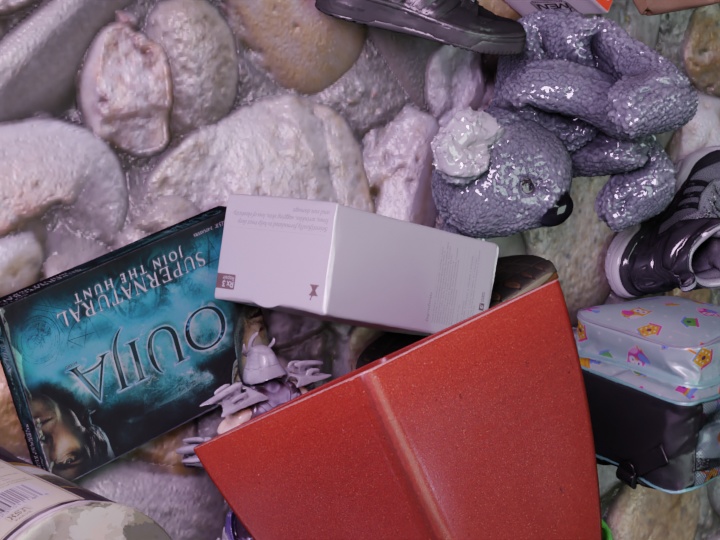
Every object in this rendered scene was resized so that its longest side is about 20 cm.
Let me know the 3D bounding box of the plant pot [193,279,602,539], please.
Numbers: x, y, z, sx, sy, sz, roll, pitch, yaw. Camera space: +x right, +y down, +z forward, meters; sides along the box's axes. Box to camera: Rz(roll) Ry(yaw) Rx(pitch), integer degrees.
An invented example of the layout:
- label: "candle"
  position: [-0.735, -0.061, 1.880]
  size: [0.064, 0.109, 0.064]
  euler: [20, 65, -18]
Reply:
- label: "plant pot"
  position: [0.044, 0.142, 1.007]
  size: [0.199, 0.199, 0.178]
  euler: [-22, 87, -42]

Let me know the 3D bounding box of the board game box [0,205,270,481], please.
- label: "board game box"
  position: [-0.156, 0.051, 1.074]
  size: [0.199, 0.028, 0.137]
  euler: [-26, 110, -34]

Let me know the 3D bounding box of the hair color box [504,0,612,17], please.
- label: "hair color box"
  position: [0.113, -0.279, 1.206]
  size: [0.199, 0.101, 0.062]
  euler: [33, 75, -38]

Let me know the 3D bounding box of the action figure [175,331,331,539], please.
- label: "action figure"
  position: [-0.074, 0.142, 1.114]
  size: [0.129, 0.069, 0.202]
  euler: [-12, 109, -35]

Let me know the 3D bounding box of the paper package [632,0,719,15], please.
- label: "paper package"
  position: [0.270, -0.349, 1.279]
  size: [0.192, 0.103, 0.201]
  euler: [62, 36, -26]

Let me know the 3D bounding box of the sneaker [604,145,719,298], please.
- label: "sneaker"
  position: [0.321, -0.042, 1.396]
  size: [0.200, 0.113, 0.076]
  euler: [-44, 120, -26]

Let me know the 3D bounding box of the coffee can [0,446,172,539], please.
- label: "coffee can"
  position: [-0.217, 0.193, 0.932]
  size: [0.145, 0.199, 0.148]
  euler: [-6, 100, -38]

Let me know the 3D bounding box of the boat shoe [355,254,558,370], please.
- label: "boat shoe"
  position: [0.082, 0.059, 1.248]
  size: [0.199, 0.075, 0.074]
  euler: [-33, 121, -22]

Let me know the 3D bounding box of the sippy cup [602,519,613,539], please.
- label: "sippy cup"
  position: [0.114, 0.231, 1.259]
  size: [0.139, 0.177, 0.132]
  euler: [14, 99, -67]

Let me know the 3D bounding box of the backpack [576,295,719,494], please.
- label: "backpack"
  position: [0.280, 0.104, 1.343]
  size: [0.199, 0.175, 0.155]
  euler: [2, 99, -43]

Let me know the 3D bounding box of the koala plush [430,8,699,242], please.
- label: "koala plush"
  position: [0.133, -0.097, 1.215]
  size: [0.199, 0.184, 0.178]
  euler: [-38, 154, -16]

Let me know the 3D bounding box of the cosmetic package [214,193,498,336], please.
- label: "cosmetic package"
  position: [0.000, 0.000, 1.120]
  size: [0.199, 0.112, 0.082]
  euler: [14, 84, -52]

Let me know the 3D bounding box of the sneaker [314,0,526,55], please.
- label: "sneaker"
  position: [0.039, -0.232, 1.141]
  size: [0.198, 0.060, 0.105]
  euler: [12, 105, -6]
